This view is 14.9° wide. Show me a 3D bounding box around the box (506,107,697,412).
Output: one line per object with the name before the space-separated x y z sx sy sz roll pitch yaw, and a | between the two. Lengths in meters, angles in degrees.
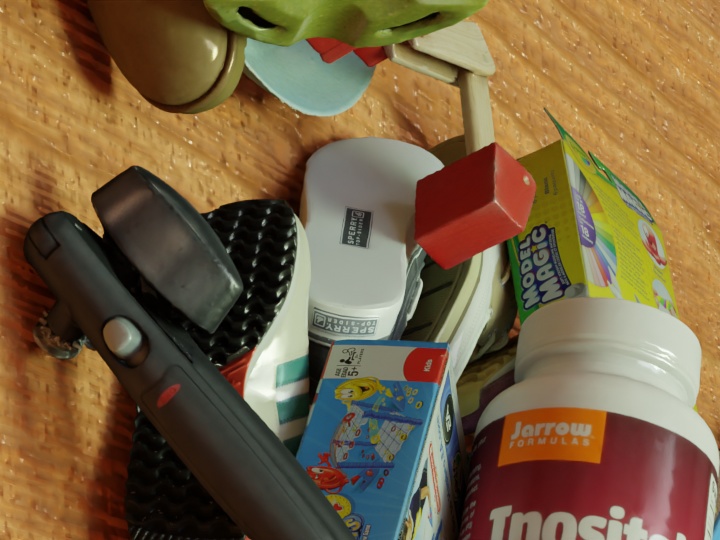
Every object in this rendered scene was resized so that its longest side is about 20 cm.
box | 0.123 0.023 1.407 0.117 0.048 0.201 39 38 -47

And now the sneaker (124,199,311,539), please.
sneaker | -0.056 0.065 1.198 0.094 0.070 0.201 71 20 -50

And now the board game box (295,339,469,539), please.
board game box | 0.006 0.169 1.190 0.197 0.055 0.201 -72 159 -46

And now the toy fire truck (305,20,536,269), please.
toy fire truck | 0.028 -0.115 1.318 0.141 0.049 0.201 45 33 -31

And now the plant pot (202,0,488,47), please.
plant pot | -0.009 -0.202 1.161 0.200 0.199 0.186 25 54 -56

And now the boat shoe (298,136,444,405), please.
boat shoe | 0.000 0.000 1.322 0.200 0.071 0.068 -80 -179 -61

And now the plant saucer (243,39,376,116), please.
plant saucer | -0.053 -0.168 1.323 0.201 0.038 0.202 38 46 -51

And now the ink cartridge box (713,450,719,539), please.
ink cartridge box | 0.212 0.225 1.591 0.201 0.083 0.145 68 28 -16

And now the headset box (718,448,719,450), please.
headset box | 0.312 0.197 1.803 0.148 0.075 0.202 -14 90 -62

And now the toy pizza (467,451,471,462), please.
toy pizza | 0.106 0.145 1.358 0.200 0.199 0.032 9 108 -61

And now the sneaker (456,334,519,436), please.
sneaker | 0.103 0.076 1.465 0.200 0.075 0.091 -18 88 -62

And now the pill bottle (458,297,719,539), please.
pill bottle | 0.098 0.119 1.209 0.113 0.112 0.201 44 46 -46

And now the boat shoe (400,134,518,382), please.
boat shoe | 0.048 0.014 1.391 0.069 0.074 0.201 54 33 -26

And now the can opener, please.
can opener | -0.068 0.048 1.101 0.200 0.079 0.063 55 20 22

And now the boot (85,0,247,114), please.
boot | -0.139 -0.151 1.133 0.200 0.066 0.176 2 64 -63
